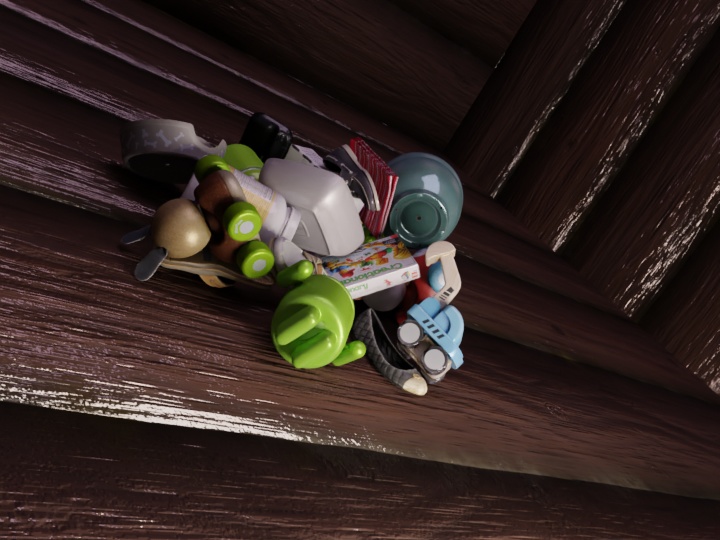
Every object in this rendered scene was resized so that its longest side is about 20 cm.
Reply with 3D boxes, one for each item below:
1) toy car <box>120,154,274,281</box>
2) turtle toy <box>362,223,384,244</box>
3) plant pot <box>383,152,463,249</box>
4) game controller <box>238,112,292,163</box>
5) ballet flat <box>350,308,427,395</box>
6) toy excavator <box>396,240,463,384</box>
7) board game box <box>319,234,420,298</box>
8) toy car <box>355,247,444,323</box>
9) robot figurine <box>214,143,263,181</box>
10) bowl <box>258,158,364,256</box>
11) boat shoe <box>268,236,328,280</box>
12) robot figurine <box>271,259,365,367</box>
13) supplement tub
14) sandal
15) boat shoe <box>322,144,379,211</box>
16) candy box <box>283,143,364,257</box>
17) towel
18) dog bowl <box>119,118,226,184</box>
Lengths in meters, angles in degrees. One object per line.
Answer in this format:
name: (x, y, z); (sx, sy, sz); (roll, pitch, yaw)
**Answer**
toy car: (-0.259, -0.053, 1.245); (0.165, 0.198, 0.159); (53, -17, 42)
turtle toy: (-0.007, -0.068, 1.791); (0.145, 0.102, 0.200); (23, 11, -29)
plant pot: (0.118, -0.126, 1.681); (0.199, 0.201, 0.135); (29, 22, -11)
game controller: (-0.220, -0.242, 1.760); (0.104, 0.201, 0.042); (36, 36, 6)
ballet flat: (0.049, 0.143, 1.420); (0.066, 0.057, 0.200); (11, 28, -49)
toy excavator: (0.142, 0.073, 1.476); (0.195, 0.200, 0.100); (46, -12, 17)
board game box: (0.000, 0.000, 1.554); (0.198, 0.035, 0.127); (-18, 33, -9)
toy car: (0.074, 0.022, 1.638); (0.198, 0.179, 0.184); (17, 9, -8)
robot figurine: (-0.243, -0.181, 1.678); (0.174, 0.117, 0.200); (-2, 37, -33)
bowl: (-0.104, -0.108, 1.546); (0.198, 0.075, 0.201); (18, -33, 29)
boat shoe: (-0.096, -0.001, 1.390); (0.067, 0.076, 0.200); (-2, -23, 18)
robot figurine: (-0.071, 0.075, 1.259); (0.176, 0.115, 0.200); (54, 14, -8)
supplement tub: (-0.219, -0.096, 1.440); (0.198, 0.146, 0.146); (29, 17, -14)
sandal: (-0.238, -0.003, 1.318); (0.197, 0.054, 0.081); (11, 35, -19)
boat shoe: (-0.019, -0.177, 1.633); (0.073, 0.062, 0.201); (80, -15, -46)
candy box: (-0.107, -0.139, 1.718); (0.200, 0.169, 0.071); (44, 22, 31)
towel: (0.011, -0.173, 1.689); (0.022, 0.146, 0.200); (-1, 31, -28)
dog bowl: (-0.349, -0.215, 1.512); (0.197, 0.060, 0.200); (2, -13, 1)
